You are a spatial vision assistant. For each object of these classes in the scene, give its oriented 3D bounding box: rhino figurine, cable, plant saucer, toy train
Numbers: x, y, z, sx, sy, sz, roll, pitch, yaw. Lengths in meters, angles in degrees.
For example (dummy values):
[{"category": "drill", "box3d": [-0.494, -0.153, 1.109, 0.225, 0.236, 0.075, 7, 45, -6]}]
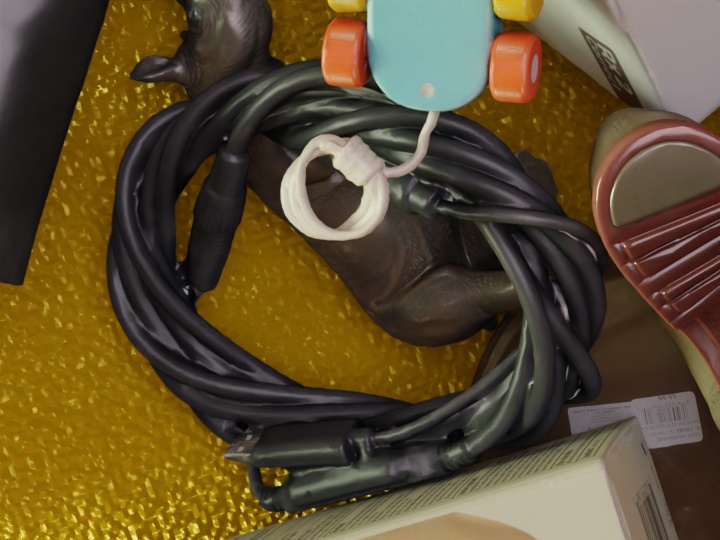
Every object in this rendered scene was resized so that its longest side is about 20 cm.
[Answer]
[{"category": "rhino figurine", "box3d": [-0.013, -0.050, 0.959, 0.200, 0.087, 0.060, 44, 45, -2]}, {"category": "cable", "box3d": [0.000, 0.000, 0.916, 0.051, 0.199, 0.164, -33, 101, -50]}, {"category": "plant saucer", "box3d": [0.127, 0.080, 0.947, 0.199, 0.029, 0.201, 4, 102, 22]}, {"category": "toy train", "box3d": [-0.025, -0.117, 0.842, 0.150, 0.056, 0.200, -35, 95, 24]}]

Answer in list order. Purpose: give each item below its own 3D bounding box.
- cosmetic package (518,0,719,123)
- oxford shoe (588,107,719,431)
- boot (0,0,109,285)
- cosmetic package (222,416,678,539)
[{"category": "cosmetic package", "box3d": [0.113, -0.192, 0.902, 0.200, 0.165, 0.165, -39, 132, -6]}, {"category": "oxford shoe", "box3d": [0.144, 0.024, 0.884, 0.070, 0.075, 0.200, -30, 107, 6]}, {"category": "boot", "box3d": [-0.094, -0.088, 0.896, 0.164, 0.066, 0.201, 22, 85, -4]}, {"category": "cosmetic package", "box3d": [0.010, 0.119, 0.913, 0.199, 0.105, 0.071, -18, 91, 15]}]
